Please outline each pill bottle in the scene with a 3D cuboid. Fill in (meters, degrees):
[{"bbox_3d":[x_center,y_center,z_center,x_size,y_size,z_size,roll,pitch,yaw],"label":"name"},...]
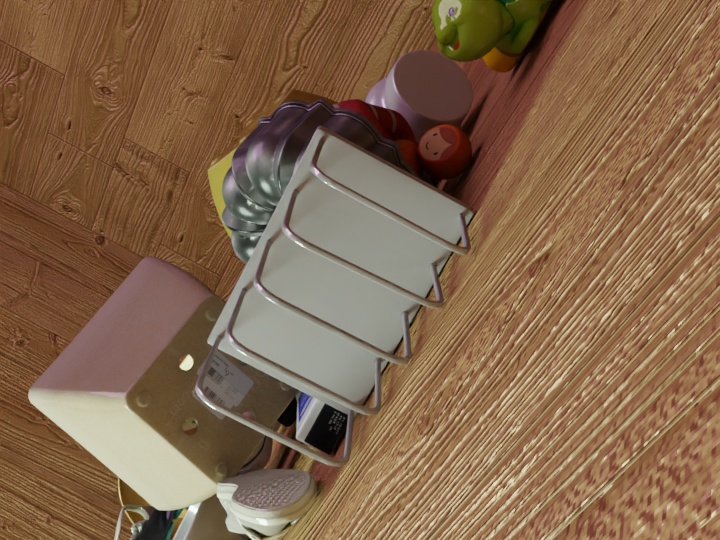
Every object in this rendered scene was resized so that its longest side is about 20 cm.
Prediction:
[{"bbox_3d":[0.046,-0.151,1.223,0.117,0.116,0.200,-65,6,-34],"label":"pill bottle"}]

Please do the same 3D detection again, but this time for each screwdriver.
[{"bbox_3d":[-0.042,0.107,1.317,0.200,0.028,0.029,-55,-24,7],"label":"screwdriver"}]

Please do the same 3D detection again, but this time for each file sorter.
[{"bbox_3d":[-0.019,0.021,0.811,0.201,0.138,0.125,-61,7,16],"label":"file sorter"}]

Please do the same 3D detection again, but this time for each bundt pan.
[{"bbox_3d":[-0.041,-0.041,0.930,0.076,0.202,0.202,-41,-11,-43],"label":"bundt pan"}]

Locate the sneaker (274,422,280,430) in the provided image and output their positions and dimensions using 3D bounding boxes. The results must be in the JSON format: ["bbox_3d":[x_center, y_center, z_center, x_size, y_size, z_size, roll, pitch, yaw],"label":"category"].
[{"bbox_3d":[-0.132,0.162,1.533,0.075,0.088,0.200,-59,6,20],"label":"sneaker"}]

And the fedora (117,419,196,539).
[{"bbox_3d":[-0.196,0.250,1.330,0.082,0.200,0.201,5,64,54],"label":"fedora"}]

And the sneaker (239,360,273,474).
[{"bbox_3d":[-0.142,0.158,1.318,0.073,0.071,0.200,-27,33,10],"label":"sneaker"}]

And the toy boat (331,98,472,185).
[{"bbox_3d":[0.042,-0.103,1.023,0.200,0.130,0.131,-8,-96,-69],"label":"toy boat"}]

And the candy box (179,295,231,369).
[{"bbox_3d":[-0.149,0.064,1.311,0.200,0.056,0.117,-53,4,21],"label":"candy box"}]

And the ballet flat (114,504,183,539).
[{"bbox_3d":[-0.229,0.267,1.205,0.073,0.073,0.200,-57,6,47],"label":"ballet flat"}]

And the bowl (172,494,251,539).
[{"bbox_3d":[-0.177,0.327,1.164,0.201,0.074,0.200,-64,5,-32],"label":"bowl"}]

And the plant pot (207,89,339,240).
[{"bbox_3d":[-0.077,-0.114,1.394,0.194,0.200,0.196,-24,24,53],"label":"plant pot"}]

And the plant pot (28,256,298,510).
[{"bbox_3d":[-0.178,0.118,1.085,0.200,0.200,0.177,-52,21,-21],"label":"plant pot"}]

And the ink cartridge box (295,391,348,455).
[{"bbox_3d":[-0.023,0.100,1.001,0.100,0.039,0.200,-62,6,3],"label":"ink cartridge box"}]

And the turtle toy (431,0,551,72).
[{"bbox_3d":[0.132,-0.264,1.006,0.201,0.101,0.146,-65,5,-35],"label":"turtle toy"}]

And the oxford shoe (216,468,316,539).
[{"bbox_3d":[-0.079,0.206,0.924,0.200,0.075,0.058,156,101,-70],"label":"oxford shoe"}]
